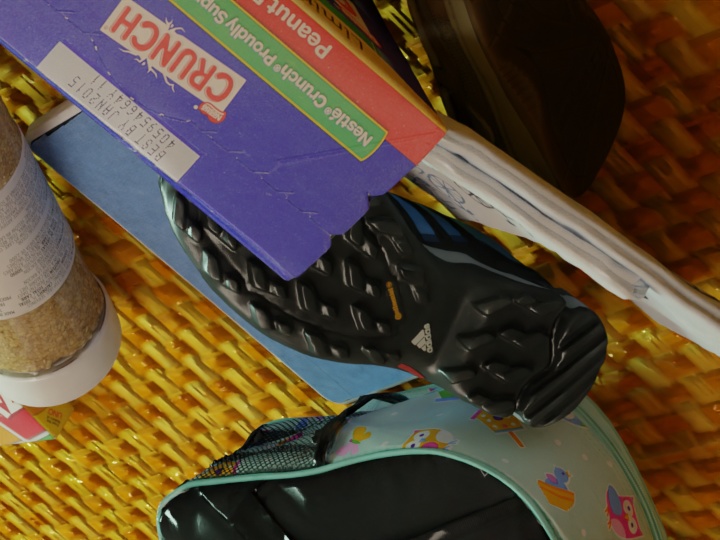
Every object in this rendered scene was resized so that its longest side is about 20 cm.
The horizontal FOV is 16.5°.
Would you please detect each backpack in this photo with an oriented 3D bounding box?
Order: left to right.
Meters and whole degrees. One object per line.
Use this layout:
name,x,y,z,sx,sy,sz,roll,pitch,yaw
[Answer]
backpack,0.040,0.131,1.074,0.200,0.153,0.176,-15,101,43

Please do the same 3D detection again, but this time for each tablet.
tablet,-0.041,-0.016,1.081,0.200,0.014,0.130,41,144,-21

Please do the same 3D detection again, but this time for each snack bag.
snack bag,0.070,-0.013,0.907,0.200,0.021,0.189,33,180,-21

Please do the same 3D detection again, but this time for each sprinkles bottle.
sprinkles bottle,-0.164,-0.019,1.098,0.068,0.068,0.200,12,149,22

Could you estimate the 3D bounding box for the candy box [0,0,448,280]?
candy box,-0.069,-0.104,0.825,0.169,0.200,0.077,41,102,-20

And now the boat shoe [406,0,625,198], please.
boat shoe,0.040,-0.101,0.865,0.063,0.073,0.201,18,157,29

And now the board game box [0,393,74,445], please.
board game box,-0.241,0.018,1.256,0.095,0.030,0.200,-10,129,42

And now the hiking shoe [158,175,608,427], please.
hiking shoe,0.000,0.000,0.983,0.200,0.074,0.087,30,-175,-24
